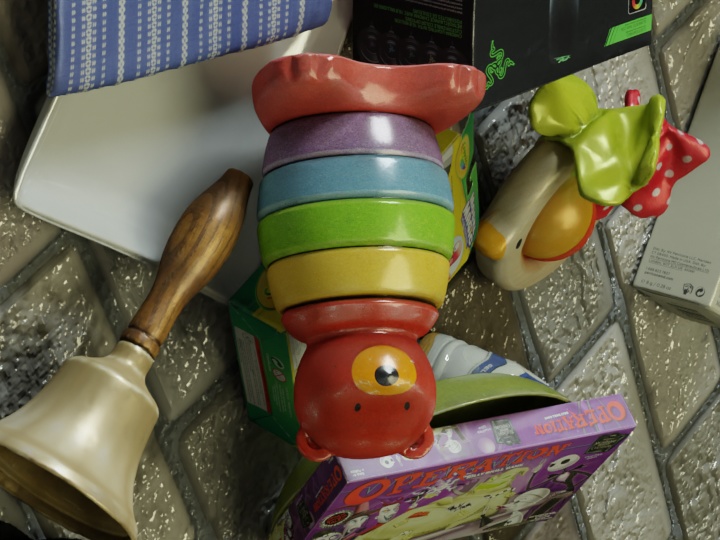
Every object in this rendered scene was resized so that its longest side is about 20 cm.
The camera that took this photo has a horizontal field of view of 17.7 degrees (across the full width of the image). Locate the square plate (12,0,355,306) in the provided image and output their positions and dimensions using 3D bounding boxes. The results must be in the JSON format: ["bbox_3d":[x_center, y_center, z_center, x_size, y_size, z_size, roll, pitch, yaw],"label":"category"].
[{"bbox_3d":[-0.092,-0.100,1.230,0.198,0.028,0.201,27,81,-52],"label":"square plate"}]

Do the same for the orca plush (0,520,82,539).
[{"bbox_3d":[-0.194,0.164,1.189,0.200,0.071,0.105,-17,160,-43],"label":"orca plush"}]

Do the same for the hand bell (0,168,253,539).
[{"bbox_3d":[-0.110,0.032,1.195,0.200,0.104,0.104,-59,140,-21],"label":"hand bell"}]

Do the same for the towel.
[{"bbox_3d":[-0.084,-0.176,1.174,0.200,0.024,0.145,-20,121,-44],"label":"towel"}]

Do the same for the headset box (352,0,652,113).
[{"bbox_3d":[0.083,-0.199,1.310,0.174,0.093,0.201,-22,122,-44],"label":"headset box"}]

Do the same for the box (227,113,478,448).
[{"bbox_3d":[0.004,-0.004,1.351,0.200,0.048,0.118,-46,151,-29],"label":"box"}]

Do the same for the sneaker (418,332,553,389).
[{"bbox_3d":[0.103,0.110,1.507,0.200,0.088,0.075,39,70,-52],"label":"sneaker"}]

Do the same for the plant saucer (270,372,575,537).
[{"bbox_3d":[0.035,0.113,1.383,0.199,0.031,0.200,-19,156,-9],"label":"plant saucer"}]

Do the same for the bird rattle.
[{"bbox_3d":[0.132,-0.059,1.495,0.163,0.113,0.200,-49,167,1],"label":"bird rattle"}]

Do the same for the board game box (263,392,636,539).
[{"bbox_3d":[0.052,0.125,1.356,0.200,0.032,0.120,-8,147,-29],"label":"board game box"}]

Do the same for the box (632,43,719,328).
[{"bbox_3d":[0.273,-0.062,1.675,0.082,0.068,0.201,26,82,-53],"label":"box"}]

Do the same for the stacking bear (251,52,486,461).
[{"bbox_3d":[0.000,0.000,1.218,0.121,0.114,0.201,2,77,-20],"label":"stacking bear"}]
